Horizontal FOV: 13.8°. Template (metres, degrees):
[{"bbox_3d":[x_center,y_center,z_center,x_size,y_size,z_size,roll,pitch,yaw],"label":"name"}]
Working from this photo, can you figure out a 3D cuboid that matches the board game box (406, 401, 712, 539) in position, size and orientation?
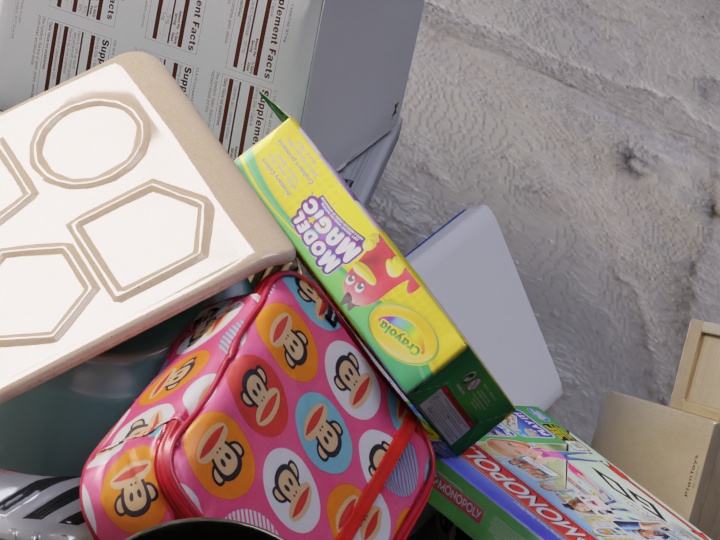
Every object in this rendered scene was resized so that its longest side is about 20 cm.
[{"bbox_3d":[0.105,0.130,1.654,0.134,0.029,0.200,6,21,-40],"label":"board game box"}]

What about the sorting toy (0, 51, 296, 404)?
[{"bbox_3d":[-0.158,-0.021,1.576,0.199,0.037,0.185,-24,49,-15],"label":"sorting toy"}]

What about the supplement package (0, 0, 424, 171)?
[{"bbox_3d":[-0.086,-0.158,1.793,0.199,0.148,0.191,19,24,15],"label":"supplement package"}]

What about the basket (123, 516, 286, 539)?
[{"bbox_3d":[-0.106,0.241,1.398,0.136,0.201,0.180,33,38,5],"label":"basket"}]

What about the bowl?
[{"bbox_3d":[-0.137,0.033,1.631,0.199,0.105,0.202,3,54,-5],"label":"bowl"}]

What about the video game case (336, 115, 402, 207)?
[{"bbox_3d":[-0.077,-0.077,1.830,0.181,0.023,0.200,15,24,4],"label":"video game case"}]

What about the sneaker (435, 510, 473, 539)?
[{"bbox_3d":[0.078,0.165,1.697,0.088,0.075,0.200,19,16,7],"label":"sneaker"}]

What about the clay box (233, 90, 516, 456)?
[{"bbox_3d":[0.000,0.000,1.629,0.200,0.048,0.115,51,0,26],"label":"clay box"}]

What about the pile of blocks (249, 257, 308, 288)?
[{"bbox_3d":[-0.075,0.025,1.736,0.062,0.082,0.201,18,39,-36],"label":"pile of blocks"}]

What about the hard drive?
[{"bbox_3d":[0.043,0.060,1.776,0.200,0.025,0.133,-38,109,-50],"label":"hard drive"}]

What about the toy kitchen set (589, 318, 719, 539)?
[{"bbox_3d":[0.242,0.145,1.773,0.179,0.201,0.163,15,0,-19],"label":"toy kitchen set"}]

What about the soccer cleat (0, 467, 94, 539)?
[{"bbox_3d":[-0.178,0.141,1.541,0.198,0.069,0.085,1,34,-17],"label":"soccer cleat"}]

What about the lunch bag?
[{"bbox_3d":[-0.042,0.117,1.521,0.177,0.082,0.200,54,36,-17],"label":"lunch bag"}]
